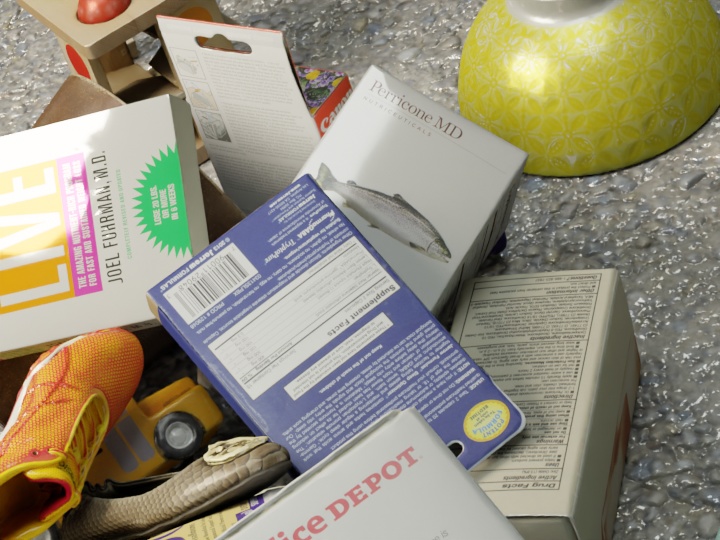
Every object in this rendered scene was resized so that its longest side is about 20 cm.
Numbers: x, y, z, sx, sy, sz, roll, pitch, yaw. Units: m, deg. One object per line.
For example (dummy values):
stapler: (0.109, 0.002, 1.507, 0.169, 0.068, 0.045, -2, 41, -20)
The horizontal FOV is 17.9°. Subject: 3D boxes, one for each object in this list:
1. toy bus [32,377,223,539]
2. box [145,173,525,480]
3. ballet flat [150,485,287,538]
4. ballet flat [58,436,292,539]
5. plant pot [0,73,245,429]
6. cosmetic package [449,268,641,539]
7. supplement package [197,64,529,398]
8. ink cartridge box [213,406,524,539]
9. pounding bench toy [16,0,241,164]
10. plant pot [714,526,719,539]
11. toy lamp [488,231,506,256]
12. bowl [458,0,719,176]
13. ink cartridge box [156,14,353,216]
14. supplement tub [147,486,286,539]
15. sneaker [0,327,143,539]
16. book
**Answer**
toy bus: (-0.182, 0.128, 1.398, 0.200, 0.065, 0.078, -36, 82, -18)
box: (-0.014, 0.053, 1.284, 0.121, 0.032, 0.200, -36, 69, -14)
ballet flat: (-0.070, 0.155, 1.346, 0.199, 0.064, 0.076, -9, 40, 14)
ballet flat: (-0.111, 0.123, 1.282, 0.067, 0.047, 0.200, -13, -9, -41)
plant pot: (-0.190, 0.007, 1.501, 0.200, 0.187, 0.187, -48, 44, -11)
cosmetic package: (0.097, 0.098, 1.320, 0.103, 0.088, 0.200, -2, 41, 20)
supplement package: (0.000, 0.000, 1.392, 0.117, 0.117, 0.200, 30, 70, 7)
ink cartridge box: (0.026, 0.189, 1.100, 0.145, 0.088, 0.200, -35, 74, -18)
pounding bench toy: (-0.181, -0.185, 1.721, 0.124, 0.156, 0.200, -34, 40, -17)
plant pot: (0.241, 0.181, 1.101, 0.134, 0.200, 0.200, -50, 40, 6)
toy lamp: (0.003, 0.018, 1.481, 0.200, 0.058, 0.058, -36, 41, -20)
bowl: (0.154, -0.170, 1.598, 0.199, 0.108, 0.201, -12, 39, 10)
ink cartridge box: (-0.054, -0.098, 1.526, 0.109, 0.201, 0.050, 11, 48, 33)
supplement tub: (-0.098, 0.215, 1.220, 0.199, 0.146, 0.146, -22, 38, -3)
sneaker: (-0.177, 0.108, 1.309, 0.077, 0.073, 0.200, 7, 42, 33)
book: (-0.190, -0.019, 1.405, 0.199, 0.048, 0.134, -13, 77, 18)
